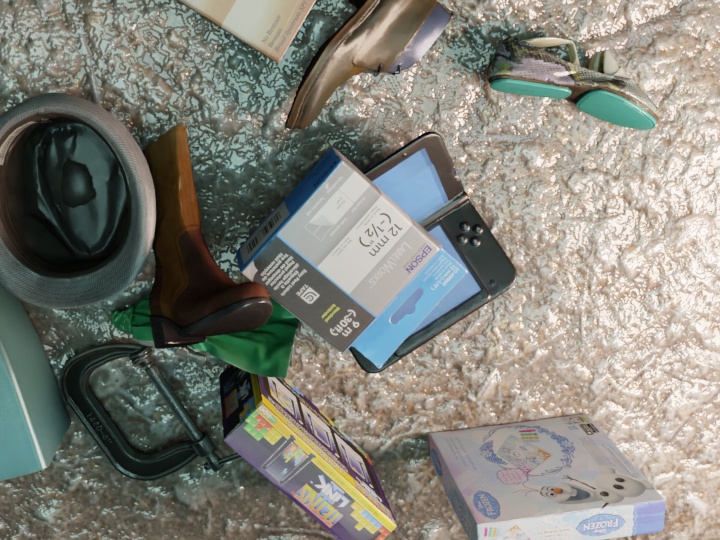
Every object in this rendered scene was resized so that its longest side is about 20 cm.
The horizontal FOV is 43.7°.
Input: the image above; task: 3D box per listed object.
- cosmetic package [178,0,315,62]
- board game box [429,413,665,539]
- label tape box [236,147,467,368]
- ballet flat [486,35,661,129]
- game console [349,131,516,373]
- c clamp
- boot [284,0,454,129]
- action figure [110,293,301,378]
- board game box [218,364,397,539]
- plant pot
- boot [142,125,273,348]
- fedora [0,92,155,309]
[{"bbox_3d":[-0.139,-0.292,0.843,0.200,0.087,0.103,29,100,-16],"label":"cosmetic package"},{"bbox_3d":[0.195,0.229,0.988,0.199,0.200,0.043,-4,107,-8],"label":"board game box"},{"bbox_3d":[0.000,0.000,0.883,0.200,0.066,0.143,41,97,-20],"label":"label tape box"},{"bbox_3d":[0.232,-0.205,0.946,0.200,0.072,0.072,12,103,-14],"label":"ballet flat"},{"bbox_3d":[0.042,-0.013,0.931,0.200,0.118,0.171,-33,81,1],"label":"game console"},{"bbox_3d":[-0.222,0.152,0.978,0.171,0.027,0.200,-30,108,17],"label":"c clamp"},{"bbox_3d":[0.008,-0.209,0.899,0.097,0.075,0.200,31,97,-13],"label":"boot"},{"bbox_3d":[-0.164,0.059,0.941,0.200,0.118,0.055,7,134,4],"label":"action figure"},{"bbox_3d":[-0.061,0.189,0.952,0.057,0.165,0.200,-43,107,4],"label":"board game box"},{"bbox_3d":[-0.393,0.097,0.889,0.141,0.141,0.200,-13,100,-6],"label":"plant pot"},{"bbox_3d":[-0.151,-0.036,0.841,0.068,0.188,0.200,-3,82,-30],"label":"boot"},{"bbox_3d":[-0.280,-0.069,0.873,0.177,0.090,0.200,-15,98,2],"label":"fedora"}]
